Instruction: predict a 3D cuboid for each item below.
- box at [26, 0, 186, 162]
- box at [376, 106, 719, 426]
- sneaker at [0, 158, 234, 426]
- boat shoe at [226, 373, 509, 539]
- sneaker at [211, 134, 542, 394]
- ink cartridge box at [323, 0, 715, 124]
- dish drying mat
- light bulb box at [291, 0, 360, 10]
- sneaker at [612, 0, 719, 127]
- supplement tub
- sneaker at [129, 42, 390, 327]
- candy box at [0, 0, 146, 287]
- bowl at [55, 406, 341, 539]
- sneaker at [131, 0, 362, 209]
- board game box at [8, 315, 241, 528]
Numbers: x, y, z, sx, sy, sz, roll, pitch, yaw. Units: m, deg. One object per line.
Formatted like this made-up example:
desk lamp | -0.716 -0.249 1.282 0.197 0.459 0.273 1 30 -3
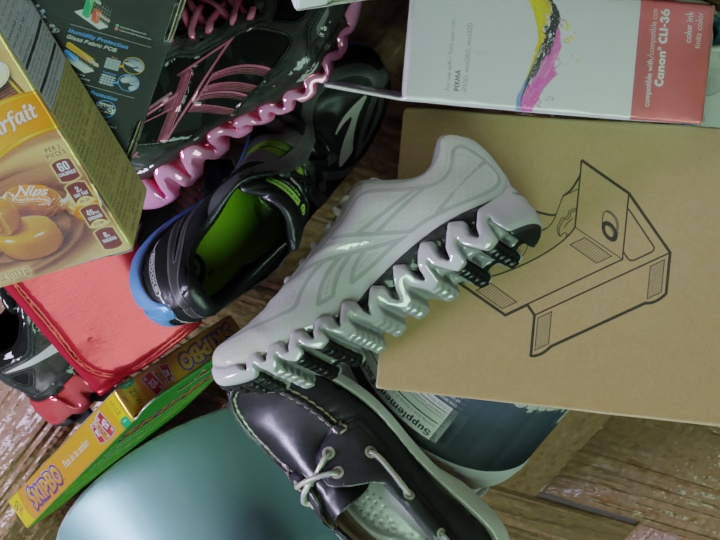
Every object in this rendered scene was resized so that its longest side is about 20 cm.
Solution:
box | -0.196 -0.138 1.505 0.200 0.050 0.199 16 129 -8
box | 0.114 -0.005 1.614 0.200 0.164 0.021 6 180 15
sneaker | -0.154 0.000 1.677 0.098 0.071 0.200 29 114 -26
boat shoe | -0.002 0.126 1.690 0.200 0.060 0.074 42 132 -10
sneaker | 0.000 0.000 1.601 0.200 0.081 0.075 -32 164 4
ink cartridge box | 0.085 -0.119 1.552 0.200 0.116 0.068 5 94 2
dish drying mat | -0.180 -0.022 1.623 0.077 0.018 0.200 -36 107 9
light bulb box | 0.041 -0.245 1.394 0.198 0.200 0.125 -9 136 -8
sneaker | 0.194 -0.103 1.678 0.081 0.077 0.200 -39 136 14
supplement tub | 0.071 0.041 1.736 0.140 0.140 0.200 16 128 -30
sneaker | -0.044 -0.043 1.614 0.200 0.083 0.071 -49 116 -19
candy box | -0.207 -0.083 1.485 0.115 0.055 0.200 -16 127 19
bowl | -0.080 0.180 1.818 0.201 0.105 0.201 -23 151 -13
sneaker | -0.086 -0.119 1.585 0.200 0.079 0.095 -39 121 20
board game box | -0.136 0.089 1.723 0.096 0.030 0.200 -34 177 -36
